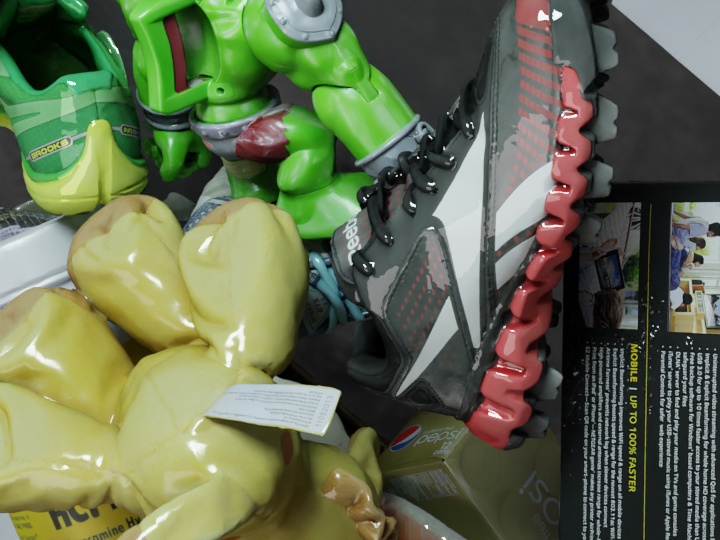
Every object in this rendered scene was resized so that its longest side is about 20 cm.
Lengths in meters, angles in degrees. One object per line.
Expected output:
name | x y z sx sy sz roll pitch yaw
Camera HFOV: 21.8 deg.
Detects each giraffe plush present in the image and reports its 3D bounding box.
giraffe plush | -0.051 0.083 0.781 0.199 0.173 0.163 23 156 43

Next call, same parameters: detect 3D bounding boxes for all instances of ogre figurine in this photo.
ogre figurine | -0.044 -0.080 0.806 0.200 0.097 0.121 46 161 56

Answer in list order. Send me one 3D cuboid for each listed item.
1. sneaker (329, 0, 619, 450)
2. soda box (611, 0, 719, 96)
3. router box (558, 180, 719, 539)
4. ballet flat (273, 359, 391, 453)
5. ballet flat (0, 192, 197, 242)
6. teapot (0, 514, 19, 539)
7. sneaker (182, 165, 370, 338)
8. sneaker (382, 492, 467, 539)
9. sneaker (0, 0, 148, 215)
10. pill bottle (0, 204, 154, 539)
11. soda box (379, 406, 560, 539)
sneaker | 0.040 -0.024 0.702 0.097 0.071 0.202 10 123 -1
soda box | 0.188 -0.062 0.638 0.200 0.068 0.064 41 142 4
router box | 0.149 0.066 0.726 0.148 0.051 0.202 2 91 43
ballet flat | -0.013 0.097 0.951 0.200 0.068 0.072 47 162 -21
ballet flat | -0.116 -0.010 0.959 0.198 0.073 0.072 1 136 -2
teapot | -0.100 0.132 1.020 0.146 0.199 0.198 -41 74 28
sneaker | 0.000 0.000 0.846 0.198 0.086 0.078 -1 124 31
sneaker | 0.066 0.177 0.861 0.200 0.071 0.080 36 167 38
sneaker | -0.148 -0.101 0.880 0.200 0.073 0.084 44 139 48
pill bottle | -0.122 0.076 0.884 0.112 0.112 0.202 -16 99 49
soda box | 0.093 0.152 0.934 0.064 0.068 0.201 -16 114 49
